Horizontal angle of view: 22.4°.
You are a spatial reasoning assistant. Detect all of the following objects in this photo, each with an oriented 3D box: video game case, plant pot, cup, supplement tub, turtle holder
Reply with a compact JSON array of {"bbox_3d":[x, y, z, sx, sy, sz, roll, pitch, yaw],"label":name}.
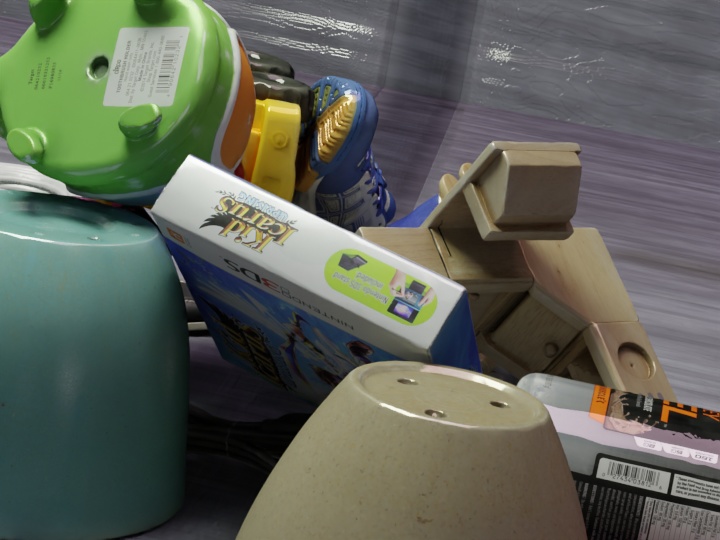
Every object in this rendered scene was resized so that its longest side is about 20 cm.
[{"bbox_3d":[-0.017,0.033,1.055,0.181,0.046,0.200,27,-20,20],"label":"video game case"},{"bbox_3d":[-0.189,0.044,1.061,0.199,0.162,0.201,9,12,-2],"label":"plant pot"},{"bbox_3d":[0.031,0.128,0.907,0.199,0.144,0.200,9,13,-2],"label":"cup"},{"bbox_3d":[0.175,0.136,1.031,0.199,0.123,0.123,12,13,8],"label":"supplement tub"},{"bbox_3d":[-0.149,-0.096,1.114,0.185,0.142,0.132,-27,-29,16],"label":"turtle holder"}]

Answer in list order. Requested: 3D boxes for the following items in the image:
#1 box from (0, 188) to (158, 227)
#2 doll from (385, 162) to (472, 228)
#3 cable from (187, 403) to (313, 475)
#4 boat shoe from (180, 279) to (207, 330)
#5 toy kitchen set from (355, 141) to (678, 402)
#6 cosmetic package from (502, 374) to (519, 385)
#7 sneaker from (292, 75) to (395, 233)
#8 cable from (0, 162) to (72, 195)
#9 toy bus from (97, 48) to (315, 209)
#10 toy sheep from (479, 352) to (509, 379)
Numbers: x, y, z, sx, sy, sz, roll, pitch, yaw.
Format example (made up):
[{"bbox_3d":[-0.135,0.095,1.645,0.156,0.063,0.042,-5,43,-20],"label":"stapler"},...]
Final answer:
[{"bbox_3d":[-0.245,0.007,1.281,0.199,0.115,0.132,6,14,-19],"label":"box"},{"bbox_3d":[0.000,0.000,1.263,0.049,0.200,0.136,56,28,2],"label":"doll"},{"bbox_3d":[-0.064,0.120,1.153,0.199,0.051,0.097,0,28,13],"label":"cable"},{"bbox_3d":[-0.193,0.003,1.449,0.198,0.067,0.075,9,12,-7],"label":"boat shoe"},{"bbox_3d":[0.108,0.039,1.144,0.199,0.163,0.181,-1,56,-34],"label":"toy kitchen set"},{"bbox_3d":[0.127,0.067,1.456,0.082,0.051,0.200,2,15,-25],"label":"cosmetic package"},{"bbox_3d":[-0.010,-0.069,1.290,0.088,0.076,0.200,12,-28,-12],"label":"sneaker"},{"bbox_3d":[-0.301,-0.046,1.570,0.199,0.070,0.200,12,13,9],"label":"cable"},{"bbox_3d":[-0.141,-0.092,1.256,0.191,0.136,0.200,12,13,-16],"label":"toy bus"},{"bbox_3d":[0.053,0.042,1.346,0.199,0.139,0.138,-10,5,22],"label":"toy sheep"}]
